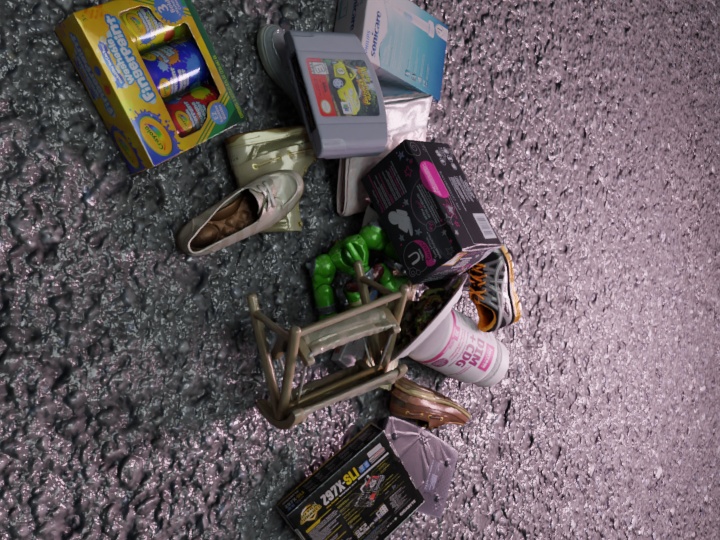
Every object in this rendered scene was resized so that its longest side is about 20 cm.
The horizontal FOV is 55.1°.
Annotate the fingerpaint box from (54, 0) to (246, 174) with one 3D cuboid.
[{"bbox_3d":[-0.268,-0.255,0.908,0.167,0.073,0.201,-37,112,-37],"label":"fingerpaint box"}]

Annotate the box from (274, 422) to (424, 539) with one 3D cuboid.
[{"bbox_3d":[-0.011,0.366,1.088,0.200,0.049,0.160,-38,111,-19],"label":"box"}]

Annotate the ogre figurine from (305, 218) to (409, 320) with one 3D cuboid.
[{"bbox_3d":[0.000,0.000,1.113,0.120,0.199,0.098,60,8,-15],"label":"ogre figurine"}]

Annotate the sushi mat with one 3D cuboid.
[{"bbox_3d":[0.051,0.104,1.188,0.096,0.012,0.201,30,71,-52],"label":"sushi mat"}]

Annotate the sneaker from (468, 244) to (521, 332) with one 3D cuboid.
[{"bbox_3d":[0.222,0.021,1.203,0.077,0.078,0.201,-30,111,-22],"label":"sneaker"}]

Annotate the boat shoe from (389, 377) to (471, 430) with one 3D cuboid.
[{"bbox_3d":[0.122,0.249,1.241,0.200,0.072,0.068,29,86,-40],"label":"boat shoe"}]

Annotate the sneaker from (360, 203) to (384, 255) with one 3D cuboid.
[{"bbox_3d":[0.068,-0.071,1.220,0.199,0.073,0.085,-1,121,-46],"label":"sneaker"}]

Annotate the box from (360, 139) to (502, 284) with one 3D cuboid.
[{"bbox_3d":[0.113,-0.093,1.108,0.132,0.115,0.201,-7,67,-50],"label":"box"}]

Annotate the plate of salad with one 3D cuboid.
[{"bbox_3d":[0.098,0.072,1.116,0.048,0.200,0.200,43,56,0],"label":"plate of salad"}]

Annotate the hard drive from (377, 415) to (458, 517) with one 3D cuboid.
[{"bbox_3d":[0.087,0.346,1.215,0.200,0.042,0.136,34,65,-35],"label":"hard drive"}]

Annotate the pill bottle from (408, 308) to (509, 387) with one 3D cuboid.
[{"bbox_3d":[0.178,0.139,1.263,0.199,0.113,0.114,29,69,-37],"label":"pill bottle"}]

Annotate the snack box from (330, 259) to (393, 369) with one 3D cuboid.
[{"bbox_3d":[0.018,0.083,1.181,0.072,0.024,0.201,43,61,-33],"label":"snack box"}]

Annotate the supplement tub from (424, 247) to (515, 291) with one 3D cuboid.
[{"bbox_3d":[0.207,-0.014,1.305,0.199,0.107,0.108,0,87,-43],"label":"supplement tub"}]

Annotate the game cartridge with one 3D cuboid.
[{"bbox_3d":[-0.031,-0.266,1.033,0.132,0.041,0.201,-9,78,-36],"label":"game cartridge"}]

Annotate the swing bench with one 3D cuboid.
[{"bbox_3d":[-0.043,0.118,1.000,0.198,0.130,0.201,-19,121,-32],"label":"swing bench"}]

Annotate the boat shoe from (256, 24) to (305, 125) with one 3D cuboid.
[{"bbox_3d":[-0.083,-0.298,1.080,0.070,0.071,0.201,-50,119,-32],"label":"boat shoe"}]

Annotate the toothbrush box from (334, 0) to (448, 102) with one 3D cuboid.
[{"bbox_3d":[0.053,-0.390,1.201,0.199,0.085,0.148,15,78,-41],"label":"toothbrush box"}]

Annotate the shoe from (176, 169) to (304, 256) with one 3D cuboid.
[{"bbox_3d":[-0.161,-0.078,0.959,0.199,0.053,0.070,-33,102,-13],"label":"shoe"}]

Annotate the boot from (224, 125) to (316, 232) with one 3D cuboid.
[{"bbox_3d":[-0.096,-0.137,1.042,0.199,0.073,0.157,-12,96,-27],"label":"boot"}]

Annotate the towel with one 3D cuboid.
[{"bbox_3d":[0.043,-0.199,1.169,0.199,0.032,0.192,-20,126,-42],"label":"towel"}]
